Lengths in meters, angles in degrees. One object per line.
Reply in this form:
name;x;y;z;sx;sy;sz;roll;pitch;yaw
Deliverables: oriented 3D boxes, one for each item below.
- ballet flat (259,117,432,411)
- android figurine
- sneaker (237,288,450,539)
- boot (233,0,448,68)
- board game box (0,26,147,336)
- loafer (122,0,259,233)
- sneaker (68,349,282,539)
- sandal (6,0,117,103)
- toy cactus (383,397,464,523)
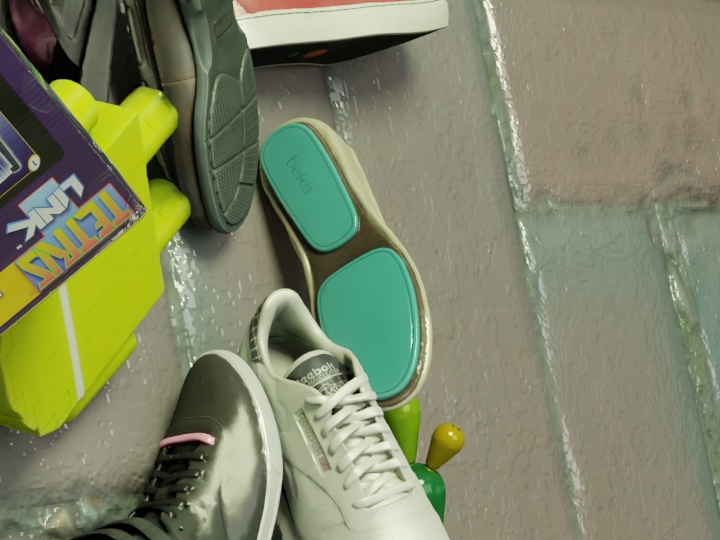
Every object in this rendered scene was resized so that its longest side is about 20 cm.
ballet flat;0.000;0.000;1.481;0.069;0.069;0.200;12;48;-45
android figurine;-0.150;-0.001;1.293;0.200;0.041;0.182;-54;151;-40
sneaker;-0.010;0.100;1.378;0.076;0.081;0.200;-16;51;-32
boot;-0.034;-0.197;1.540;0.200;0.072;0.145;-7;80;-45
board game box;-0.223;-0.029;1.146;0.200;0.057;0.165;-39;115;-3
loafer;-0.100;-0.119;1.433;0.072;0.063;0.200;-42;131;-58
sneaker;-0.100;0.127;1.341;0.099;0.071;0.200;25;62;-45
sandal;-0.162;-0.133;1.375;0.048;0.075;0.201;9;68;-24
toy cactus;0.034;0.166;1.474;0.165;0.102;0.200;34;43;-48
